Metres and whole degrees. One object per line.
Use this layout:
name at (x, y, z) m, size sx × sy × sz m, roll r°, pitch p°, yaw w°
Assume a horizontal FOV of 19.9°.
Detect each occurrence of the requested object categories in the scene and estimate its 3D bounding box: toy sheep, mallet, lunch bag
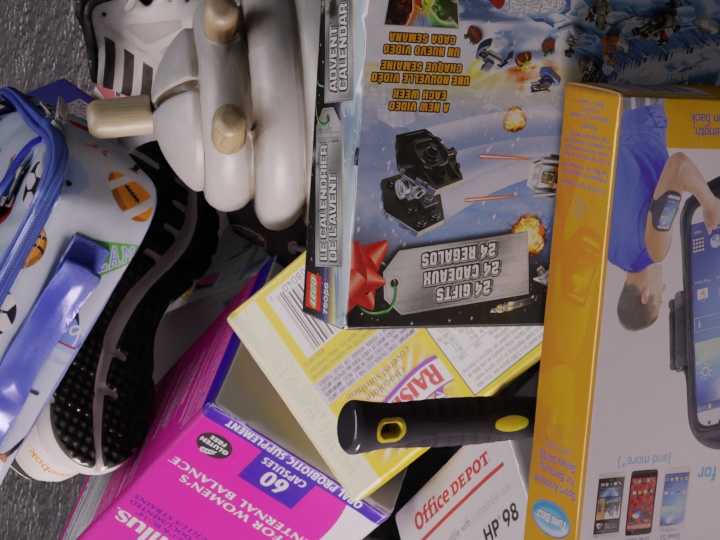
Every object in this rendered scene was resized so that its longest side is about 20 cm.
toy sheep at (-0.025, -0.080, 0.937) m, size 0.138 × 0.198 × 0.139 m, roll 180°, pitch 90°, yaw -85°
mallet at (0.075, 0.046, 0.790) m, size 0.041 × 0.199 × 0.067 m, roll 18°, pitch 97°, yaw 50°
lunch bag at (-0.176, 0.011, 0.977) m, size 0.201 × 0.075 × 0.160 m, roll -61°, pitch 27°, yaw 7°

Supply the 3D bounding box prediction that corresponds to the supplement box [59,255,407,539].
supplement box at (-0.062, 0.102, 1.017) m, size 0.200 × 0.101 × 0.104 m, roll -46°, pitch 17°, yaw 46°

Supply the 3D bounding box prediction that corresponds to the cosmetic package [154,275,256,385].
cosmetic package at (-0.101, 0.057, 1.122) m, size 0.199 × 0.082 × 0.051 m, roll -23°, pitch 79°, yaw 33°

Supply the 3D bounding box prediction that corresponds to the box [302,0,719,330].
box at (0.077, -0.049, 0.777) m, size 0.040 × 0.198 × 0.138 m, roll 17°, pitch 105°, yaw 61°

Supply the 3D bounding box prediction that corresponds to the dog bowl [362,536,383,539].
dog bowl at (0.018, 0.228, 1.031) m, size 0.200 × 0.073 × 0.202 m, roll 2°, pitch 92°, yaw 63°

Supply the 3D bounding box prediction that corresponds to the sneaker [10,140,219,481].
sneaker at (-0.134, 0.019, 1.044) m, size 0.080 × 0.074 × 0.201 m, roll -27°, pitch 34°, yaw 46°

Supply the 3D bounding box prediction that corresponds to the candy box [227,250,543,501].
candy box at (0.044, 0.001, 0.888) m, size 0.200 × 0.026 × 0.103 m, roll -39°, pitch 82°, yaw 19°

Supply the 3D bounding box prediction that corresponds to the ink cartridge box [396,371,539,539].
ink cartridge box at (0.079, 0.137, 0.903) m, size 0.116 × 0.066 × 0.202 m, roll -52°, pitch 46°, yaw 50°

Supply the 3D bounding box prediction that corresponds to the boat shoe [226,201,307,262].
boat shoe at (0.000, 0.000, 1.012) m, size 0.199 × 0.067 × 0.057 m, roll 12°, pitch 80°, yaw 42°

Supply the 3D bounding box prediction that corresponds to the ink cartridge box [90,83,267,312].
ink cartridge box at (-0.112, -0.034, 1.183) m, size 0.117 × 0.067 × 0.200 m, roll 49°, pitch 137°, yaw 16°

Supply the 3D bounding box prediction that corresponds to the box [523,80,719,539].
box at (0.125, 0.032, 0.773) m, size 0.041 × 0.118 × 0.202 m, roll 18°, pitch 107°, yaw 60°

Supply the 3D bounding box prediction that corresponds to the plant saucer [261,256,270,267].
plant saucer at (-0.049, 0.037, 1.203) m, size 0.200 × 0.027 × 0.202 m, roll 0°, pitch 90°, yaw 62°

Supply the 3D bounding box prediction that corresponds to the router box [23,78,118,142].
router box at (-0.225, 0.011, 1.118) m, size 0.049 × 0.199 × 0.181 m, roll 33°, pitch 132°, yaw 29°

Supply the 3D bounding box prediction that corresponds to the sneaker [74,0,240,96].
sneaker at (-0.072, -0.147, 0.991) m, size 0.201 × 0.115 × 0.076 m, roll -52°, pitch 47°, yaw 39°
